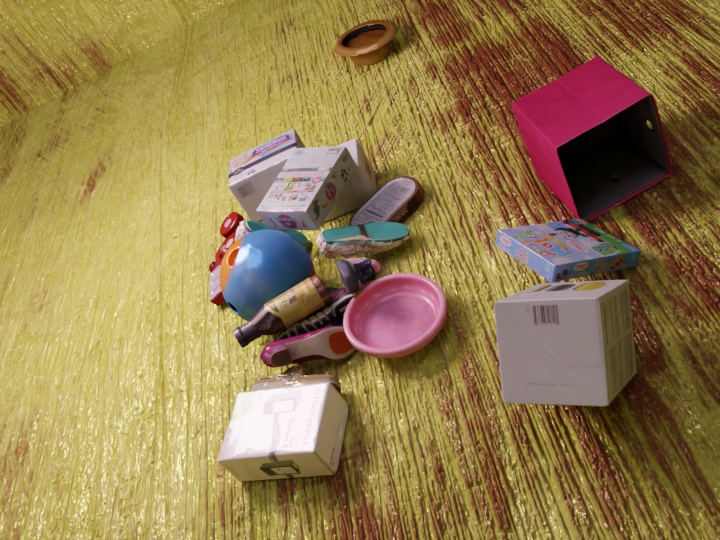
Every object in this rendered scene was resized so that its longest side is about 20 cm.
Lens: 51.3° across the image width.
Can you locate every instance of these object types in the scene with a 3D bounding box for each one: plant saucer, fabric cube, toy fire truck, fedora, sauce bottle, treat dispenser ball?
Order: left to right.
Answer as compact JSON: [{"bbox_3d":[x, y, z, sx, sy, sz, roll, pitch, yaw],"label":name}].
[{"bbox_3d":[-0.303,-0.029,1.775,0.168,0.112,0.200,-42,35,18],"label":"toy fire truck"},{"bbox_3d":[-0.195,0.014,1.572,0.200,0.201,0.201,-18,41,17],"label":"treat dispenser ball"},{"bbox_3d":[-0.154,0.083,1.464,0.200,0.066,0.066,-32,39,-8],"label":"sauce bottle"},{"bbox_3d":[0.023,-0.669,2.234,0.200,0.082,0.201,-14,42,13],"label":"fedora"},{"bbox_3d":[0.068,0.092,1.421,0.200,0.051,0.201,-13,42,11],"label":"plant saucer"},{"bbox_3d":[0.440,-0.252,1.435,0.199,0.196,0.200,-29,37,5],"label":"fabric cube"}]

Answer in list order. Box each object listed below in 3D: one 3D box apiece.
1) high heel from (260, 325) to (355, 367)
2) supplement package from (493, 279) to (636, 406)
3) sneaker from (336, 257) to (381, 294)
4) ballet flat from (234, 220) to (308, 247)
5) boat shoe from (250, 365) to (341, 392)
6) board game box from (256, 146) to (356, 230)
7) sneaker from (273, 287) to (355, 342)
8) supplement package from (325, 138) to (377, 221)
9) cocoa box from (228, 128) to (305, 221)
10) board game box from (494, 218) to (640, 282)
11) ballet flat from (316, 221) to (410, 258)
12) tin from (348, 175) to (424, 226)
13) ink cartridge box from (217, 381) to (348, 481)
[{"bbox_3d":[-0.096,0.144,1.461,0.199,0.068,0.096,-8,5,-20],"label":"high heel"},{"bbox_3d":[0.309,0.102,1.113,0.151,0.151,0.200,-4,4,31],"label":"supplement package"},{"bbox_3d":[0.000,0.000,1.502,0.082,0.070,0.200,-19,5,3],"label":"sneaker"},{"bbox_3d":[-0.207,-0.071,1.702,0.064,0.200,0.076,-47,53,25],"label":"ballet flat"},{"bbox_3d":[-0.126,0.215,1.418,0.199,0.074,0.067,-12,49,23],"label":"boat shoe"},{"bbox_3d":[-0.118,-0.183,1.656,0.147,0.064,0.200,4,52,36],"label":"board game box"},{"bbox_3d":[-0.096,0.101,1.532,0.200,0.076,0.116,-30,28,-5],"label":"sneaker"},{"bbox_3d":[-0.073,-0.206,1.786,0.199,0.117,0.117,-21,41,14],"label":"supplement package"},{"bbox_3d":[-0.220,-0.241,1.907,0.199,0.134,0.131,-24,39,9],"label":"cocoa box"},{"bbox_3d":[0.360,-0.039,1.308,0.199,0.037,0.151,-10,31,-28],"label":"board game box"},{"bbox_3d":[0.005,-0.063,1.596,0.199,0.064,0.076,-4,46,-9],"label":"ballet flat"},{"bbox_3d":[0.058,-0.138,1.695,0.200,0.042,0.112,-45,36,-15],"label":"tin"},{"bbox_3d":[-0.135,0.288,1.338,0.199,0.084,0.146,-11,44,24],"label":"ink cartridge box"}]
